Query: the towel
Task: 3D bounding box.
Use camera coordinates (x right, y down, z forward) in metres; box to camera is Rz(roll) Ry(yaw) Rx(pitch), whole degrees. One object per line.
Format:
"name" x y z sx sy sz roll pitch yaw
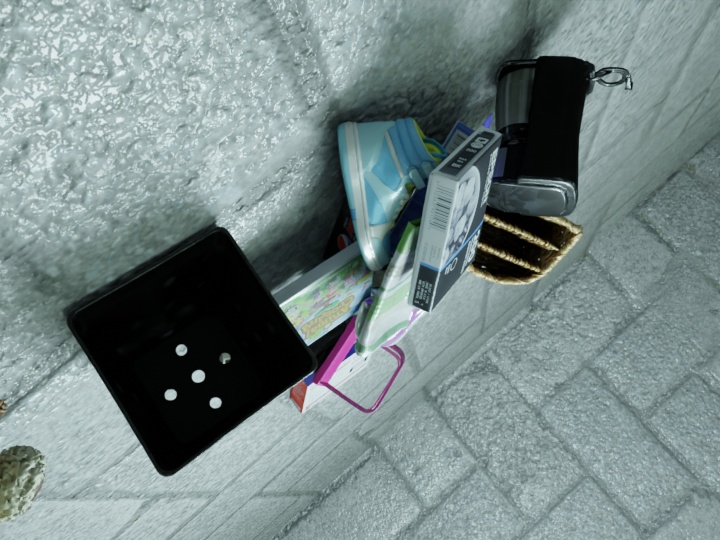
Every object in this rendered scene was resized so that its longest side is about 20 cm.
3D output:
"towel" 0.064 0.014 0.870 0.149 0.030 0.203 -32 148 -59

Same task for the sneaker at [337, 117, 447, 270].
"sneaker" 0.049 -0.094 0.790 0.128 0.080 0.203 -11 126 2

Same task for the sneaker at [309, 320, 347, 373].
"sneaker" -0.111 0.161 1.171 0.198 0.076 0.115 -33 153 -40

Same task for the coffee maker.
"coffee maker" 0.273 -0.191 0.908 0.190 0.204 0.134 -5 157 40

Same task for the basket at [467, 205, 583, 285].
"basket" 0.237 -0.050 1.065 0.197 0.149 0.145 22 94 -23

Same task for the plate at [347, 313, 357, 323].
"plate" 0.017 0.064 1.293 0.199 0.026 0.201 -37 159 -17

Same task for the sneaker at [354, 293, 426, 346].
"sneaker" 0.066 0.039 1.000 0.202 0.072 0.114 -56 149 12

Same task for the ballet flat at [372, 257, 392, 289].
"ballet flat" 0.000 0.000 1.051 0.197 0.067 0.064 0 108 -33

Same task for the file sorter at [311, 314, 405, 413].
"file sorter" 0.005 0.187 1.205 0.140 0.124 0.200 -56 173 -8

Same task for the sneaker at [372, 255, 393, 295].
"sneaker" 0.077 0.009 1.195 0.201 0.077 0.148 9 115 -54

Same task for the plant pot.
"plant pot" -0.194 0.106 0.759 0.199 0.201 0.178 -33 170 -22

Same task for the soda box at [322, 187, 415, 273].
"soda box" 0.009 -0.071 0.932 0.063 0.071 0.201 -25 153 -37

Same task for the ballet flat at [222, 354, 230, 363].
"ballet flat" -0.182 0.131 1.002 0.062 0.069 0.202 2 138 -21

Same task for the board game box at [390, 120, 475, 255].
"board game box" 0.115 -0.115 0.963 0.202 0.043 0.199 -59 173 11

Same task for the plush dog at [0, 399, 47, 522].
"plush dog" -0.431 0.208 0.624 0.201 0.158 0.174 -62 169 -54

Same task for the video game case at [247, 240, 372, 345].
"video game case" -0.064 0.053 0.919 0.198 0.022 0.183 -34 157 -18

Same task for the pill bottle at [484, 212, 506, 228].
"pill bottle" 0.228 -0.113 1.198 0.199 0.117 0.117 -35 159 -21

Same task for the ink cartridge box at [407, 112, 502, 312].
"ink cartridge box" 0.133 -0.077 0.831 0.200 0.043 0.201 -47 151 -45

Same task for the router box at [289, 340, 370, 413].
"router box" -0.059 0.213 1.408 0.198 0.049 0.180 -33 160 -25
